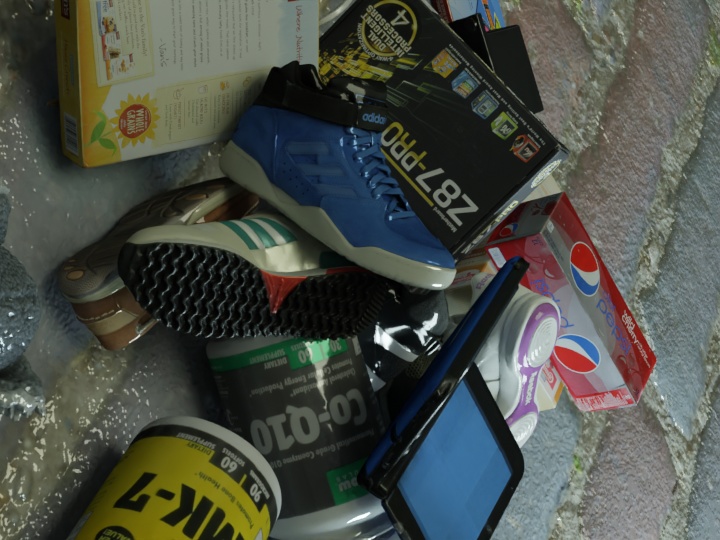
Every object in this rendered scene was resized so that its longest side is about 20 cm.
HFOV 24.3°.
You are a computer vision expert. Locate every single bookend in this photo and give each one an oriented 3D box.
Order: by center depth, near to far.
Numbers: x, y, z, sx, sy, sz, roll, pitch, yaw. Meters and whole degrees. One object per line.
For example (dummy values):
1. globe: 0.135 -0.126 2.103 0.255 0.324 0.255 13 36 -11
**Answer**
1. bookend: 0.076 -0.159 1.430 0.199 0.200 0.092 -24 98 -54

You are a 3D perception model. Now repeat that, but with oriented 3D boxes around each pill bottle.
1. pill bottle: -0.139 0.199 1.079 0.114 0.114 0.200 57 39 -24
2. pill bottle: -0.035 0.132 1.247 0.113 0.113 0.200 -22 96 -55

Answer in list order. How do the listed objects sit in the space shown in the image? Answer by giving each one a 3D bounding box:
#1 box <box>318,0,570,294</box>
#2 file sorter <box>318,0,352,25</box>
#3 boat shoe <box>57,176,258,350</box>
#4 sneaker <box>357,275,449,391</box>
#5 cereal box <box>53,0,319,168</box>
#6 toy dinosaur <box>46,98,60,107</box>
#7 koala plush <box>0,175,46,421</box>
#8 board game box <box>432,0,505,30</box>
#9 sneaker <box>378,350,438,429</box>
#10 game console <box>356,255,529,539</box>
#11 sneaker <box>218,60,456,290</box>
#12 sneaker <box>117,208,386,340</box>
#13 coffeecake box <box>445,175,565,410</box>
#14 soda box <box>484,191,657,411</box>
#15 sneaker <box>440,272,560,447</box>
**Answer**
1. box: 0.036 -0.107 1.289 0.200 0.161 0.049 49 12 13
2. file sorter: -0.091 -0.283 1.297 0.200 0.139 0.125 57 40 -24
3. boat shoe: -0.138 -0.008 1.200 0.200 0.076 0.072 -39 117 -45
4. sneaker: 0.000 0.000 1.335 0.200 0.112 0.073 52 3 -38
5. cereal box: -0.120 -0.161 1.193 0.200 0.040 0.144 -15 118 -33
6. toy dinosaur: -0.143 -0.152 1.244 0.200 0.060 0.106 -42 129 -17
7. koala plush: -0.253 0.027 0.955 0.200 0.184 0.178 -5 83 -66
8. board game box: 0.108 -0.262 1.667 0.103 0.019 0.200 -17 92 -53
9. sneaker: 0.074 0.133 1.400 0.076 0.114 0.200 29 54 -48
10. game console: 0.091 0.116 1.236 0.118 0.171 0.200 36 36 1
11. sneaker: 0.000 -0.075 1.171 0.077 0.200 0.111 5 115 -60
12. sneaker: -0.084 -0.005 1.166 0.200 0.070 0.093 7 28 -30
13. coffeecake box: 0.147 0.014 1.575 0.154 0.073 0.200 57 39 -24
14. soda box: 0.192 0.031 1.513 0.200 0.063 0.070 59 40 -22
15. sneaker: 0.111 0.093 1.463 0.075 0.100 0.200 -14 128 -46
